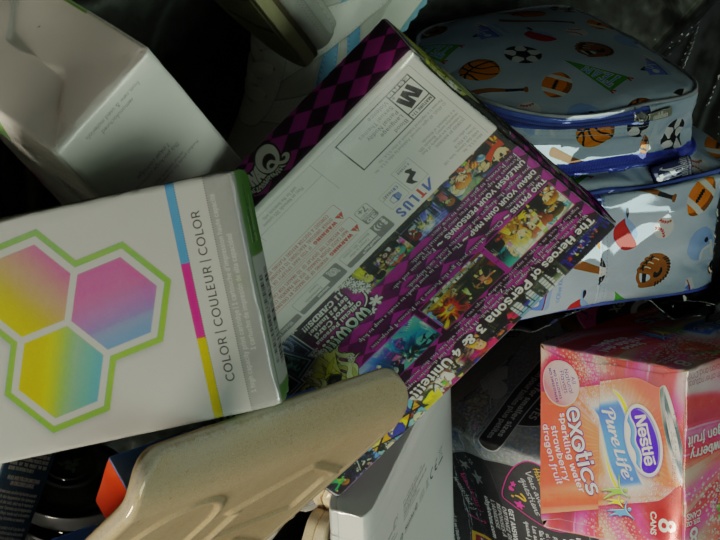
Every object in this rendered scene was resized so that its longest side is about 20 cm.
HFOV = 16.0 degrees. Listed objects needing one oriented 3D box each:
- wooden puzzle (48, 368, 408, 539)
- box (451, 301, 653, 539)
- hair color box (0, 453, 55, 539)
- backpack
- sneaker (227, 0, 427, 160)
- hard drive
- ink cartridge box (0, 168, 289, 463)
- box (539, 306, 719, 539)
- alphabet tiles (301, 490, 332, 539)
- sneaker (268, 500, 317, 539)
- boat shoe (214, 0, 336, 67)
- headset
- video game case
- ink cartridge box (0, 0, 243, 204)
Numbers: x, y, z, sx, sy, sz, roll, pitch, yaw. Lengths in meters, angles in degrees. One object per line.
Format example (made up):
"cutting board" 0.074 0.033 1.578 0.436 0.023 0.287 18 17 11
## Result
"wooden puzzle" -0.092 0.118 1.186 0.185 0.046 0.200 -17 154 -49
"box" 0.144 0.090 1.495 0.200 0.114 0.133 -45 137 -37
"hair color box" -0.199 0.080 1.201 0.061 0.100 0.201 31 77 -72
"backpack" 0.085 -0.049 1.361 0.190 0.200 0.155 -20 119 -24
"sneaker" -0.027 -0.124 1.305 0.081 0.077 0.201 28 97 -23
"hard drive" 0.020 0.154 1.395 0.132 0.027 0.201 -61 157 -43
"ink cartridge box" -0.138 0.025 1.127 0.199 0.059 0.104 -11 93 3
"box" 0.190 0.076 1.377 0.199 0.094 0.103 -13 108 -48
"alphabet tiles" 0.004 0.137 1.402 0.200 0.015 0.197 33 71 -73
"sneaker" -0.029 0.102 1.419 0.200 0.074 0.087 -48 140 -9
"boat shoe" -0.067 -0.184 1.208 0.068 0.075 0.200 -46 121 -12
"headset" -0.128 0.143 1.335 0.200 0.094 0.124 -38 133 -4
"video game case" 0.000 0.000 1.221 0.200 0.036 0.181 -45 134 10
"ink cartridge box" -0.103 -0.044 1.240 0.067 0.117 0.200 -48 136 -9
